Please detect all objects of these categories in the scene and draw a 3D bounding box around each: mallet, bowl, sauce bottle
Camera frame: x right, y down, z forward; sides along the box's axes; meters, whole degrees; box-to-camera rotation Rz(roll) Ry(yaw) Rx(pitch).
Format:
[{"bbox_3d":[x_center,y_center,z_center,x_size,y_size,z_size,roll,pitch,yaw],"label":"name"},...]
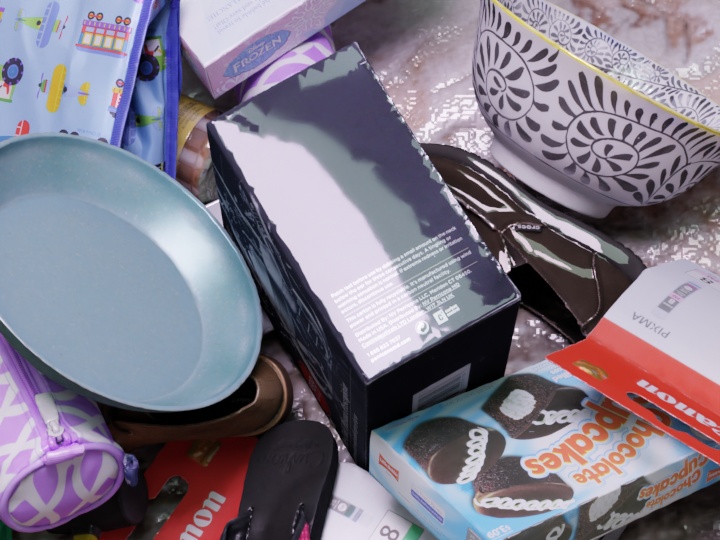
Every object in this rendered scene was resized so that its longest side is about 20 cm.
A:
[{"bbox_3d":[-0.161,0.204,1.255,0.065,0.041,0.201,-16,53,18],"label":"mallet"},{"bbox_3d":[0.143,-0.096,1.362,0.200,0.200,0.095,36,107,23],"label":"bowl"},{"bbox_3d":[-0.173,-0.109,1.443,0.199,0.065,0.065,24,64,21],"label":"sauce bottle"}]

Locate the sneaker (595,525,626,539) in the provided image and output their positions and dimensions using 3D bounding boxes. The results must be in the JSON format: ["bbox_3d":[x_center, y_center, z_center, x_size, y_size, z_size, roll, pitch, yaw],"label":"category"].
[{"bbox_3d":[0.082,0.183,1.248,0.070,0.073,0.200,27,56,29],"label":"sneaker"}]

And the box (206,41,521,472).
[{"bbox_3d":[0.000,0.000,1.264,0.104,0.200,0.183,-28,71,-10],"label":"box"}]

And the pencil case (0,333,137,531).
[{"bbox_3d":[-0.209,0.058,1.250,0.083,0.086,0.201,-25,58,-15],"label":"pencil case"}]

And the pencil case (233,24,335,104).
[{"bbox_3d":[-0.048,-0.155,1.436,0.085,0.084,0.201,10,47,-28],"label":"pencil case"}]

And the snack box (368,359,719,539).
[{"bbox_3d":[0.118,0.104,1.239,0.199,0.037,0.116,-20,41,-31],"label":"snack box"}]

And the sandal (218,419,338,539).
[{"bbox_3d":[-0.056,0.165,1.230,0.074,0.045,0.201,-6,50,18],"label":"sandal"}]

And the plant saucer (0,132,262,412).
[{"bbox_3d":[-0.150,0.008,1.235,0.199,0.036,0.201,26,39,-23],"label":"plant saucer"}]

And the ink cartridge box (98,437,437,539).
[{"bbox_3d":[-0.064,0.175,1.274,0.199,0.050,0.161,28,66,18],"label":"ink cartridge box"}]

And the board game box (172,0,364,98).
[{"bbox_3d":[-0.069,-0.241,1.404,0.199,0.043,0.199,-33,62,-10],"label":"board game box"}]

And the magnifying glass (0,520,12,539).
[{"bbox_3d":[-0.220,0.175,1.259,0.022,0.080,0.201,-21,57,1],"label":"magnifying glass"}]

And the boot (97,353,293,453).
[{"bbox_3d":[-0.146,0.080,1.299,0.198,0.075,0.074,-8,85,12],"label":"boot"}]

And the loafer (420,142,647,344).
[{"bbox_3d":[0.086,-0.015,1.354,0.199,0.073,0.072,27,63,20],"label":"loafer"}]

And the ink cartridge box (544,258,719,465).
[{"bbox_3d":[0.217,0.057,1.243,0.162,0.200,0.057,31,105,21],"label":"ink cartridge box"}]

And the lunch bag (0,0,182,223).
[{"bbox_3d":[-0.195,-0.113,1.354,0.149,0.094,0.202,13,102,27],"label":"lunch bag"}]

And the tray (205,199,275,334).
[{"bbox_3d":[-0.097,0.011,1.388,0.199,0.022,0.108,-25,60,-9],"label":"tray"}]
